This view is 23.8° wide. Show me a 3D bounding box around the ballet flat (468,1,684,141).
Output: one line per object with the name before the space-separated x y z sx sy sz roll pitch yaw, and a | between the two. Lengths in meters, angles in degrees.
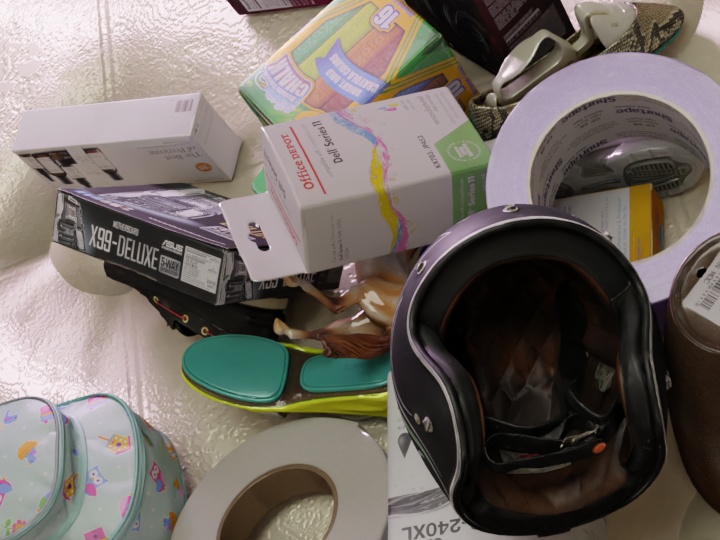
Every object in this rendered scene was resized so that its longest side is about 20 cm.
ballet flat | 0.176 -0.177 1.427 0.200 0.075 0.068 -35 33 5

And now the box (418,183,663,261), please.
box | 0.142 0.004 1.363 0.200 0.041 0.119 -10 58 26

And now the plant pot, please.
plant pot | 0.279 0.059 1.153 0.187 0.200 0.187 -13 56 21

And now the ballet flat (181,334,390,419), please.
ballet flat | -0.048 0.094 1.385 0.200 0.067 0.067 1 56 20

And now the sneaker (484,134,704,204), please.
sneaker | 0.179 -0.103 1.394 0.200 0.078 0.100 -5 52 15

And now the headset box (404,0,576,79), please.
headset box | 0.084 -0.262 1.450 0.077 0.200 0.149 -47 52 -6

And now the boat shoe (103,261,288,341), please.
boat shoe | -0.151 0.026 1.477 0.201 0.074 0.063 20 101 33

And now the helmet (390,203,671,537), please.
helmet | 0.110 0.059 1.138 0.200 0.200 0.191 -23 54 14

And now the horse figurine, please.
horse figurine | 0.000 0.000 1.365 0.132 0.050 0.200 10 52 -12

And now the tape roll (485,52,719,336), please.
tape roll | 0.199 -0.055 1.271 0.200 0.085 0.200 -5 71 15

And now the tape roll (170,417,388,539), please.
tape roll | -0.056 0.203 1.319 0.202 0.037 0.203 -20 41 19

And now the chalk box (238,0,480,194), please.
chalk box | -0.013 -0.131 1.470 0.200 0.124 0.124 -43 51 -2

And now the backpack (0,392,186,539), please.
backpack | -0.249 0.188 1.388 0.200 0.153 0.176 -17 49 10

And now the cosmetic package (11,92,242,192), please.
cosmetic package | -0.219 -0.116 1.599 0.200 0.083 0.051 -3 63 27

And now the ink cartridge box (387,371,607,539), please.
ink cartridge box | 0.100 0.166 1.256 0.145 0.083 0.200 -13 56 20

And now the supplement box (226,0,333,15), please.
supplement box | -0.039 -0.319 1.623 0.200 0.086 0.111 -3 61 26

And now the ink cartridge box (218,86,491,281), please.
ink cartridge box | -0.006 -0.068 1.331 0.200 0.067 0.117 -14 41 -13

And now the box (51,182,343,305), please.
box | -0.136 -0.026 1.453 0.200 0.158 0.050 19 106 36
